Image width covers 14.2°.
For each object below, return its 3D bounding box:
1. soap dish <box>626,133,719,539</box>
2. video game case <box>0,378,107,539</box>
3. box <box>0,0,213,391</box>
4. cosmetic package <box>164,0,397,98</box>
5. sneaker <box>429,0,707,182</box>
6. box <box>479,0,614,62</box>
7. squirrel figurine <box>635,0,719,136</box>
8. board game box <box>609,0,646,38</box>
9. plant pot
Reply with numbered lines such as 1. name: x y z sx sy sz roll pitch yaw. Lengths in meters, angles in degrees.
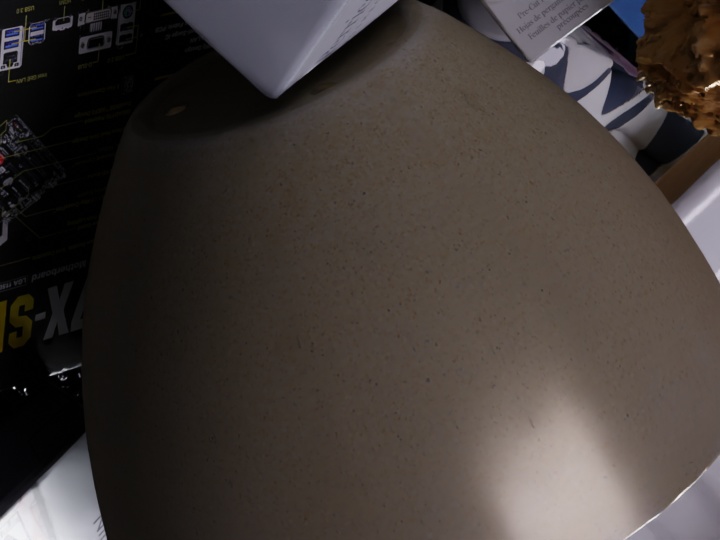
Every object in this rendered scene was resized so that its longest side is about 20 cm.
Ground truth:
1. soap dish: 0.118 0.060 1.012 0.200 0.157 0.081 -42 -179 -11
2. video game case: -0.141 0.154 0.919 0.200 0.025 0.181 -45 151 -20
3. box: -0.105 -0.046 0.859 0.199 0.049 0.161 -18 126 -44
4. cosmetic package: 0.029 -0.184 0.778 0.200 0.123 0.200 -41 173 -42
5. sneaker: 0.054 -0.026 1.044 0.130 0.079 0.199 -53 159 9
6. box: 0.063 -0.107 0.933 0.041 0.039 0.200 -37 -174 13
7. squirrel figurine: 0.156 -0.096 0.790 0.186 0.142 0.201 -1 135 -37
8. board game box: 0.161 -0.115 1.094 0.200 0.039 0.158 46 66 -12
9. plant pot: 0.000 0.000 0.837 0.200 0.200 0.135 -35 114 -32
